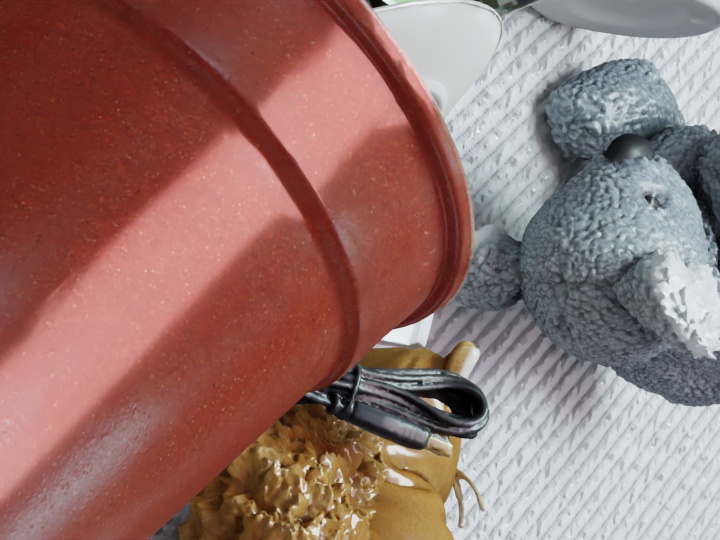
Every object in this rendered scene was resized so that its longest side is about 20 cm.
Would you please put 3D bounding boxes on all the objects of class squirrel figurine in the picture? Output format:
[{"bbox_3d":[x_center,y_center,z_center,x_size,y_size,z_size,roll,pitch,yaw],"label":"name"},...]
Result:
[{"bbox_3d":[-0.008,0.099,1.050,0.200,0.141,0.187,54,43,-44],"label":"squirrel figurine"}]

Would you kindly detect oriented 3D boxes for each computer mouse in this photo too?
[{"bbox_3d":[0.000,0.000,1.046,0.110,0.044,0.200,19,31,-16],"label":"computer mouse"}]

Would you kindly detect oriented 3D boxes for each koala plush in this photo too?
[{"bbox_3d":[0.148,-0.004,1.239,0.200,0.177,0.184,-16,115,-57],"label":"koala plush"}]

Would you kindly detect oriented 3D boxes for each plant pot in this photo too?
[{"bbox_3d":[-0.101,0.005,0.737,0.195,0.201,0.201,-48,129,-29],"label":"plant pot"}]

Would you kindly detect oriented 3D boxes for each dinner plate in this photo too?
[{"bbox_3d":[-0.030,-0.050,0.963,0.200,0.200,0.024,-5,66,-55],"label":"dinner plate"}]

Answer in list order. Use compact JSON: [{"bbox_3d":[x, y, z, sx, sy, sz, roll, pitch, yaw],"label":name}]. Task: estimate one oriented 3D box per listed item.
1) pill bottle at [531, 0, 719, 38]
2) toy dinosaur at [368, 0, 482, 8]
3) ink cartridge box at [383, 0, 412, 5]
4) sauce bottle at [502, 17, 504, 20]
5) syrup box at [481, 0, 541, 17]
[{"bbox_3d":[0.153,-0.234,1.277,0.114,0.114,0.200,19,76,-53],"label":"pill bottle"},{"bbox_3d":[-0.018,-0.141,1.083,0.200,0.102,0.136,-49,116,-19],"label":"toy dinosaur"},{"bbox_3d":[-0.014,-0.198,1.005,0.145,0.048,0.200,32,52,-40],"label":"ink cartridge box"},{"bbox_3d":[0.049,-0.221,1.173,0.065,0.065,0.200,8,85,-55],"label":"sauce bottle"},{"bbox_3d":[0.061,-0.216,1.003,0.081,0.079,0.200,-31,98,-53],"label":"syrup box"}]
